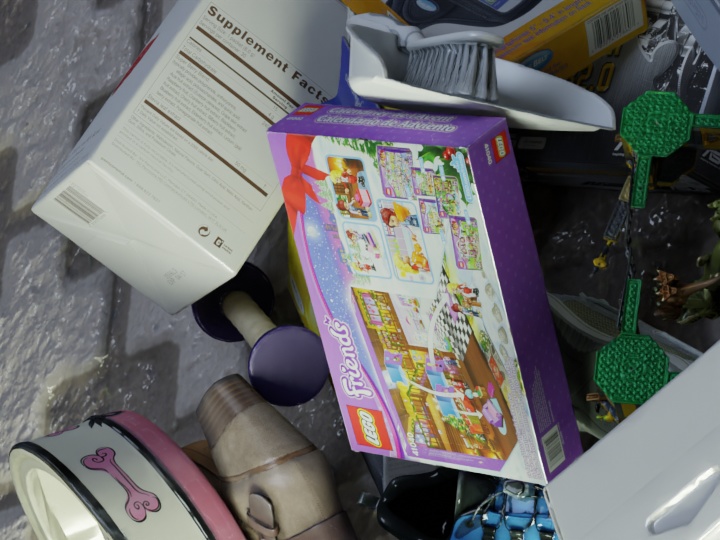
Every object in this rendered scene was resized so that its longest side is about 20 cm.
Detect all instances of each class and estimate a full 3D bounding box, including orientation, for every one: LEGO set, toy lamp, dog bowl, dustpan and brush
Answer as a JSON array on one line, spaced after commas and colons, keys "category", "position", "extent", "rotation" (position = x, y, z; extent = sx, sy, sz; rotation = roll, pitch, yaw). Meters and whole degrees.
[{"category": "LEGO set", "position": [0.192, 0.011, 1.330], "extent": [0.154, 0.116, 0.200], "rotation": [-4, 68, 9]}, {"category": "toy lamp", "position": [-0.069, 0.033, 1.671], "extent": [0.058, 0.058, 0.200], "rotation": [-63, 20, 4]}, {"category": "dog bowl", "position": [-0.129, 0.172, 1.600], "extent": [0.074, 0.200, 0.200], "rotation": [-33, 32, -19]}, {"category": "dustpan and brush", "position": [0.035, -0.112, 1.388], "extent": [0.200, 0.139, 0.057], "rotation": [6, 86, 64]}]

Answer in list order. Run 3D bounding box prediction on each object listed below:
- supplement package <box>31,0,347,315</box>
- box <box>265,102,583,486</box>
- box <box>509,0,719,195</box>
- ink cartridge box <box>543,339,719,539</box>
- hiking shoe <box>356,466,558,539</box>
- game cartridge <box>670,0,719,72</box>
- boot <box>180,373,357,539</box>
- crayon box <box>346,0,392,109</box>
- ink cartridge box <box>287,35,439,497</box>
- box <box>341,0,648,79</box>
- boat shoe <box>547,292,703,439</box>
[{"category": "supplement package", "position": [-0.097, -0.094, 1.680], "extent": [0.200, 0.120, 0.121], "rotation": [-58, 12, -26]}, {"category": "box", "position": [0.034, 0.011, 1.382], "extent": [0.137, 0.200, 0.039], "rotation": [7, 32, 39]}, {"category": "box", "position": [0.155, -0.127, 1.523], "extent": [0.200, 0.048, 0.159], "rotation": [7, 77, 52]}, {"category": "ink cartridge box", "position": [0.207, 0.116, 1.197], "extent": [0.146, 0.200, 0.086], "rotation": [-42, 43, 27]}, {"category": "hiking shoe", "position": [0.093, 0.135, 1.420], "extent": [0.200, 0.087, 0.074], "rotation": [-18, 57, 45]}, {"category": "game cartridge", "position": [0.189, -0.181, 1.380], "extent": [0.133, 0.040, 0.200], "rotation": [93, 158, -49]}, {"category": "boot", "position": [-0.059, 0.158, 1.601], "extent": [0.146, 0.070, 0.200], "rotation": [57, 159, 21]}, {"category": "crayon box", "position": [0.033, -0.052, 1.569], "extent": [0.127, 0.051, 0.200], "rotation": [-117, 20, -45]}, {"category": "ink cartridge box", "position": [0.000, 0.000, 1.549], "extent": [0.198, 0.047, 0.200], "rotation": [-114, 15, -45]}, {"category": "box", "position": [0.059, -0.174, 1.511], "extent": [0.119, 0.042, 0.200], "rotation": [-32, 51, -16]}, {"category": "boat shoe", "position": [0.137, 0.055, 1.442], "extent": [0.202, 0.065, 0.075], "rotation": [18, 104, 59]}]
